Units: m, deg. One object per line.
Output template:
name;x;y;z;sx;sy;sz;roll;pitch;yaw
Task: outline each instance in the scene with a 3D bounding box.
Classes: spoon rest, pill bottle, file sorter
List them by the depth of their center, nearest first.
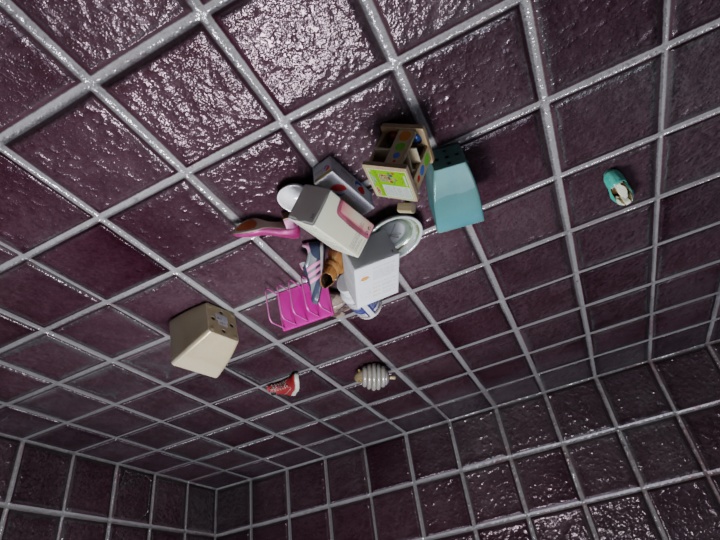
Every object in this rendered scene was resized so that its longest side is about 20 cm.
spoon rest;-0.152;-0.188;1.479;0.099;0.061;0.199;-35;138;31
file sorter;-0.214;0.104;1.769;0.197;0.141;0.125;-19;159;13
pill bottle;-0.007;0.086;1.842;0.110;0.112;0.200;-21;143;15

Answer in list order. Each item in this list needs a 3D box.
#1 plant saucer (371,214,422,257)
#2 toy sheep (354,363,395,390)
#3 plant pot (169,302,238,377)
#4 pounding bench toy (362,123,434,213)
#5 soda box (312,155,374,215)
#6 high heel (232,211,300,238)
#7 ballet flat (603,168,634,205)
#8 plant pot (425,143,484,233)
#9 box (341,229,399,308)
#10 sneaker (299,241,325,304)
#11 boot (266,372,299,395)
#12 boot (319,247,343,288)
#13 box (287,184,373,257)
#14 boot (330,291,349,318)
plant saucer;0.100;-0.114;1.633;0.197;0.051;0.202;-15;143;-11
toy sheep;0.068;0.503;2.414;0.196;0.140;0.139;-3;144;-3
plant pot;-0.556;0.239;1.863;0.177;0.202;0.199;-40;136;20
pounding bench toy;0.116;-0.266;1.343;0.123;0.158;0.201;12;154;28
soda box;-0.046;-0.231;1.442;0.068;0.064;0.199;-29;139;25
high heel;-0.281;-0.114;1.545;0.197;0.068;0.097;-19;135;-10
ballet flat;0.826;-0.245;1.623;0.067;0.071;0.199;-32;139;28
plant pot;0.258;-0.241;1.442;0.139;0.143;0.201;-14;137;7
box;0.032;-0.002;1.593;0.150;0.107;0.202;-20;143;-13
sneaker;-0.159;0.007;1.657;0.080;0.204;0.070;4;179;-2
boot;-0.366;0.542;2.417;0.142;0.073;0.201;4;145;-16
boot;-0.082;-0.003;1.647;0.076;0.157;0.201;19;149;0
box;-0.080;-0.137;1.427;0.127;0.110;0.199;20;170;46
boot;-0.129;0.146;1.933;0.198;0.071;0.146;-29;142;25
